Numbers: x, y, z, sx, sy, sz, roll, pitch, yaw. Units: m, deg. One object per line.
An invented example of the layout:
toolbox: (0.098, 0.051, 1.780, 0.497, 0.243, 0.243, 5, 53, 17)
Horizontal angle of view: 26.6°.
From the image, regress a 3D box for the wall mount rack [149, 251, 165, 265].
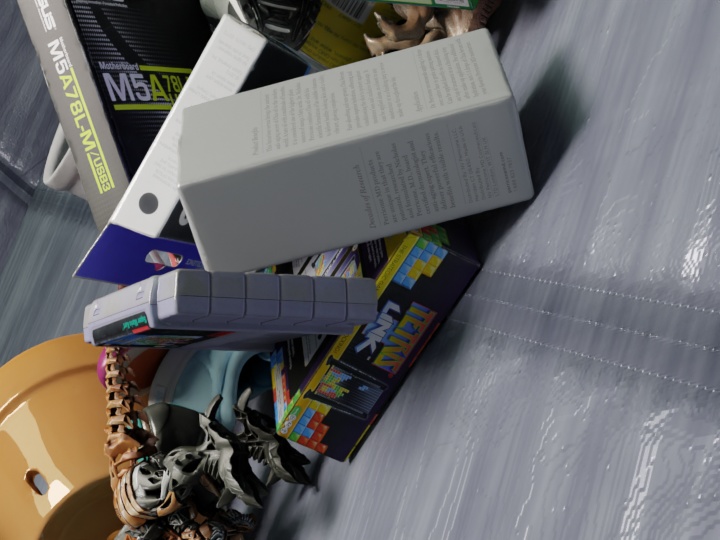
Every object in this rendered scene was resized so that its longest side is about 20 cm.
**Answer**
wall mount rack: (-0.182, 0.072, 1.351, 0.201, 0.074, 0.175, -99, 22, -59)

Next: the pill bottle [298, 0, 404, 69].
pill bottle: (-0.031, -0.180, 1.231, 0.201, 0.113, 0.115, -56, 21, 25)

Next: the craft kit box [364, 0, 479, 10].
craft kit box: (0.027, -0.269, 1.057, 0.198, 0.049, 0.199, 10, 54, 29)

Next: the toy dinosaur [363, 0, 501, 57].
toy dinosaur: (0.063, -0.203, 1.072, 0.134, 0.086, 0.201, -27, 42, -4)

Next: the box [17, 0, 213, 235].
box: (-0.154, -0.122, 1.136, 0.047, 0.195, 0.200, -20, -4, 25)

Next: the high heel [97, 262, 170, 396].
high heel: (-0.180, 0.039, 1.158, 0.068, 0.095, 0.200, -63, -8, 12)

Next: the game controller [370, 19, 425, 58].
game controller: (-0.004, -0.093, 1.161, 0.201, 0.042, 0.105, -55, 21, 30)

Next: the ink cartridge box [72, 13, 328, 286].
ink cartridge box: (-0.088, -0.061, 1.055, 0.201, 0.043, 0.198, -58, -20, 8)

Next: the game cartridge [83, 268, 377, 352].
game cartridge: (-0.088, 0.028, 0.933, 0.200, 0.128, 0.039, 163, 104, -65)

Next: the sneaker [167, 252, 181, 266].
sneaker: (-0.133, -0.028, 1.286, 0.087, 0.073, 0.203, -62, -33, -76)

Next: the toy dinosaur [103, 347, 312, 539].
toy dinosaur: (-0.117, 0.145, 0.994, 0.135, 0.201, 0.102, -29, 14, 20)

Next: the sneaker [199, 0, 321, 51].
sneaker: (-0.082, -0.204, 1.161, 0.201, 0.073, 0.080, -114, 40, -54)

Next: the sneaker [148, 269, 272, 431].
sneaker: (-0.083, 0.057, 1.174, 0.074, 0.081, 0.201, 100, -163, -44)

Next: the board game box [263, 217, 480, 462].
board game box: (0.000, 0.000, 1.014, 0.166, 0.056, 0.201, -55, 22, 23)

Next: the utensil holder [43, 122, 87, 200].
utensil holder: (-0.160, -0.112, 1.363, 0.170, 0.198, 0.171, -52, 22, 31)

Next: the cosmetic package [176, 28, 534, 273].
cosmetic package: (-0.005, -0.070, 0.909, 0.102, 0.197, 0.072, -97, -7, -58)

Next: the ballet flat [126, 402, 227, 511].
ballet flat: (-0.124, 0.194, 1.068, 0.068, 0.068, 0.203, -178, 87, -67)

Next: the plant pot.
plant pot: (-0.203, 0.169, 1.181, 0.201, 0.199, 0.140, -60, 36, 14)
